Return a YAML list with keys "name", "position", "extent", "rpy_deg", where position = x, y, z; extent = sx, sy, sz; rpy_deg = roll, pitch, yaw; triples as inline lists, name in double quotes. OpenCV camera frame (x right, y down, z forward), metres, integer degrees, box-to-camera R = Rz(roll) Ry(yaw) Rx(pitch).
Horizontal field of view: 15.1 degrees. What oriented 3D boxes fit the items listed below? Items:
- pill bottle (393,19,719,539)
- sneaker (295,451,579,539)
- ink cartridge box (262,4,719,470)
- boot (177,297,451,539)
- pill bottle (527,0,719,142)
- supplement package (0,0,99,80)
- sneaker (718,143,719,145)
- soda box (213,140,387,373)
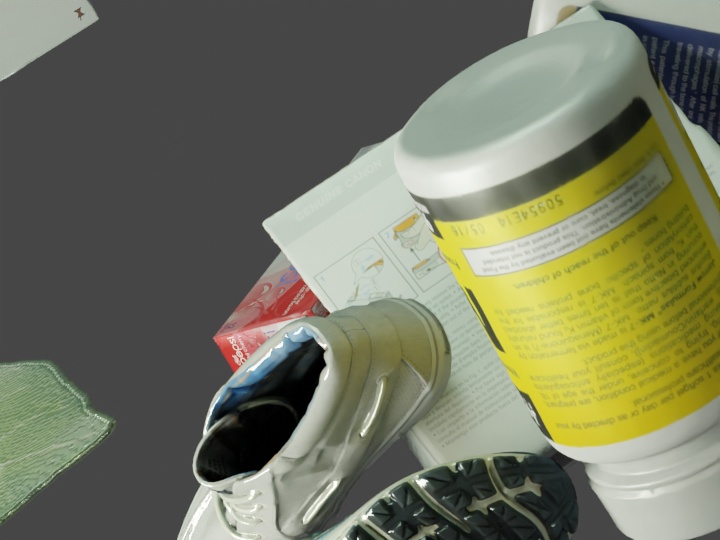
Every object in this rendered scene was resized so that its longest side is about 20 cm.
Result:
- name: "pill bottle"
  position: [0.106, 0.007, 1.132]
  extent: [0.114, 0.200, 0.114]
  rpy_deg: [-26, 20, 10]
- name: "sneaker"
  position: [-0.001, 0.130, 1.176]
  extent: [0.199, 0.078, 0.086]
  rpy_deg: [-29, 16, 1]
- name: "ink cartridge box"
  position: [0.082, -0.004, 1.266]
  extent: [0.200, 0.044, 0.174]
  rpy_deg: [-34, 64, -9]
- name: "boot"
  position: [-0.048, 0.088, 1.211]
  extent: [0.095, 0.074, 0.200]
  rpy_deg: [-1, -46, -52]
- name: "pill bottle"
  position: [0.189, -0.117, 1.343]
  extent: [0.199, 0.111, 0.111]
  rpy_deg: [12, 33, 10]
- name: "supplement package"
  position: [-0.368, -0.258, 2.482]
  extent: [0.191, 0.147, 0.200]
  rpy_deg: [-32, 19, -5]
- name: "sneaker"
  position: [0.204, -0.088, 1.434]
  extent: [0.200, 0.074, 0.080]
  rpy_deg: [-41, 39, -18]
- name: "soda box"
  position: [0.000, 0.000, 1.494]
  extent: [0.070, 0.064, 0.200]
  rpy_deg: [-15, 25, 35]
